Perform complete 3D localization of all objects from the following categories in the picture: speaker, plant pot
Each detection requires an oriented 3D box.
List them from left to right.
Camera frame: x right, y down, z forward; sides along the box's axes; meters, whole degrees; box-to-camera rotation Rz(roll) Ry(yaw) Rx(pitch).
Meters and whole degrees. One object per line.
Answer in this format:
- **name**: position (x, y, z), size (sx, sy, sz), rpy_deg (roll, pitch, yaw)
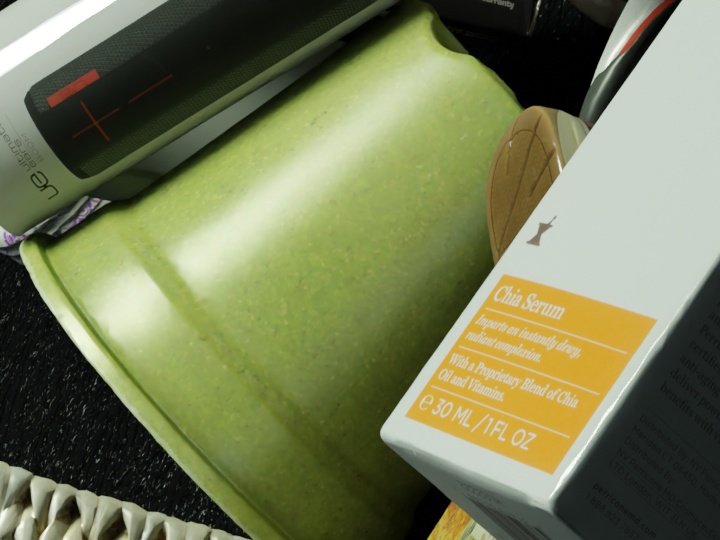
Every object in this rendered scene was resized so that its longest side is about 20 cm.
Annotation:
- **speaker**: position (-0.073, -0.096, 1.139), size (0.200, 0.081, 0.081), rpy_deg (-31, 26, 5)
- **plant pot**: position (0.000, 0.000, 1.158), size (0.184, 0.200, 0.200), rpy_deg (-43, 23, 3)

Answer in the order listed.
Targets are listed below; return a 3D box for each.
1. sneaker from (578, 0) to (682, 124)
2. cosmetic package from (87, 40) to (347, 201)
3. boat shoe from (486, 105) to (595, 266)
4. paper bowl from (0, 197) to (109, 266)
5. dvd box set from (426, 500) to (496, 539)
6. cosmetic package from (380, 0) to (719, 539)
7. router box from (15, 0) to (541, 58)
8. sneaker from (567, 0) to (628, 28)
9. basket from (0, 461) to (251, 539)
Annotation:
- **sneaker**: position (0.141, -0.119, 1.157), size (0.202, 0.067, 0.108), rpy_deg (-55, 21, -4)
- **cosmetic package**: position (-0.052, -0.063, 1.285), size (0.113, 0.199, 0.081), rpy_deg (-3, 75, 61)
- **boat shoe**: position (0.096, 0.035, 1.038), size (0.072, 0.072, 0.201), rpy_deg (-47, 44, 48)
- **paper bowl**: position (-0.111, -0.077, 1.562), size (0.201, 0.104, 0.201), rpy_deg (-44, 26, 28)
- **dvd box set**: position (0.026, 0.153, 0.994), size (0.200, 0.029, 0.147), rpy_deg (119, 165, -45)
- **cosmetic package**: position (0.106, -0.002, 0.881), size (0.200, 0.071, 0.101), rpy_deg (-55, 29, -11)
- **router box**: position (-0.037, -0.136, 1.261), size (0.150, 0.199, 0.062), rpy_deg (163, 117, -70)
- **sneaker**: position (0.117, -0.197, 1.313), size (0.112, 0.073, 0.200), rpy_deg (-46, 33, 18)
- **basket**: position (-0.105, 0.182, 1.022), size (0.198, 0.160, 0.201), rpy_deg (98, -172, -77)
